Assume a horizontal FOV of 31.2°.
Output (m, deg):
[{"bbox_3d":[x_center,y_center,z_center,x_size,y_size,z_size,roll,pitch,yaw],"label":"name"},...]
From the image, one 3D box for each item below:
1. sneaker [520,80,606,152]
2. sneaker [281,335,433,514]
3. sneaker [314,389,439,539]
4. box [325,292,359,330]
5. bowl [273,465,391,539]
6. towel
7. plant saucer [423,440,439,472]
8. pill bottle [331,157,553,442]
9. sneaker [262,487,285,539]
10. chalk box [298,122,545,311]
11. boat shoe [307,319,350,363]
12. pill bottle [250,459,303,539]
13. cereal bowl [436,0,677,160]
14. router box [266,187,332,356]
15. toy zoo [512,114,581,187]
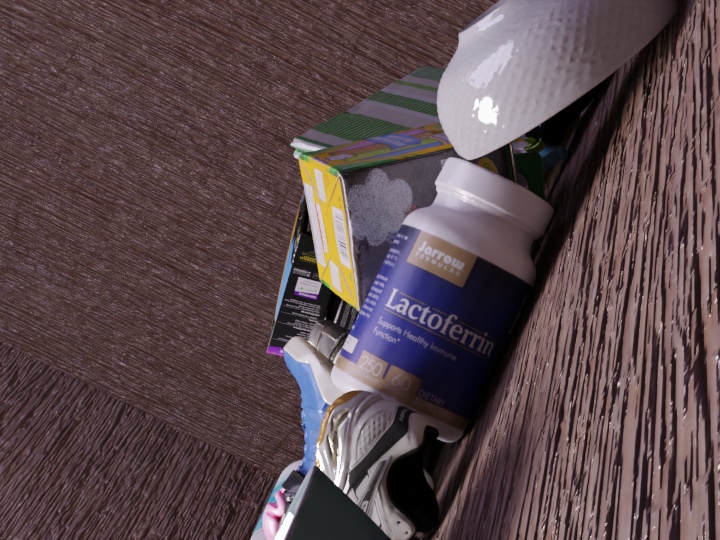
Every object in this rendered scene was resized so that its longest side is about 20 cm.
[{"bbox_3d":[0.210,-0.192,1.187,0.200,0.072,0.083,-56,39,4],"label":"sneaker"},{"bbox_3d":[-0.035,0.148,1.064,0.111,0.200,0.077,-45,-37,3],"label":"sneaker"},{"bbox_3d":[0.011,0.191,0.934,0.076,0.087,0.201,-25,-58,-57],"label":"sneaker"},{"bbox_3d":[0.000,0.000,1.262,0.110,0.035,0.201,-94,20,-65],"label":"box"},{"bbox_3d":[-0.026,0.229,0.770,0.201,0.105,0.202,-154,90,-89],"label":"bowl"},{"bbox_3d":[0.050,-0.145,1.265,0.200,0.152,0.023,-34,-53,-33],"label":"towel"},{"bbox_3d":[0.026,0.198,1.158,0.201,0.037,0.200,-64,0,-1],"label":"plant saucer"},{"bbox_3d":[0.067,0.022,1.007,0.116,0.115,0.201,120,175,-89],"label":"pill bottle"},{"bbox_3d":[-0.011,0.176,1.126,0.201,0.079,0.095,-65,22,5],"label":"sneaker"},{"bbox_3d":[0.064,-0.056,1.119,0.124,0.199,0.125,-148,47,-67],"label":"chalk box"},{"bbox_3d":[-0.016,0.130,1.229,0.072,0.060,0.202,-34,-39,-30],"label":"boat shoe"},{"bbox_3d":[-0.061,0.294,1.290,0.200,0.110,0.111,-65,1,-46],"label":"pill bottle"},{"bbox_3d":[0.136,-0.175,0.985,0.200,0.083,0.200,-36,8,6],"label":"cereal bowl"},{"bbox_3d":[-0.043,-0.029,1.286,0.200,0.051,0.150,-82,8,-54],"label":"router box"},{"bbox_3d":[0.127,-0.120,1.263,0.200,0.020,0.131,11,52,49],"label":"toy zoo"}]
